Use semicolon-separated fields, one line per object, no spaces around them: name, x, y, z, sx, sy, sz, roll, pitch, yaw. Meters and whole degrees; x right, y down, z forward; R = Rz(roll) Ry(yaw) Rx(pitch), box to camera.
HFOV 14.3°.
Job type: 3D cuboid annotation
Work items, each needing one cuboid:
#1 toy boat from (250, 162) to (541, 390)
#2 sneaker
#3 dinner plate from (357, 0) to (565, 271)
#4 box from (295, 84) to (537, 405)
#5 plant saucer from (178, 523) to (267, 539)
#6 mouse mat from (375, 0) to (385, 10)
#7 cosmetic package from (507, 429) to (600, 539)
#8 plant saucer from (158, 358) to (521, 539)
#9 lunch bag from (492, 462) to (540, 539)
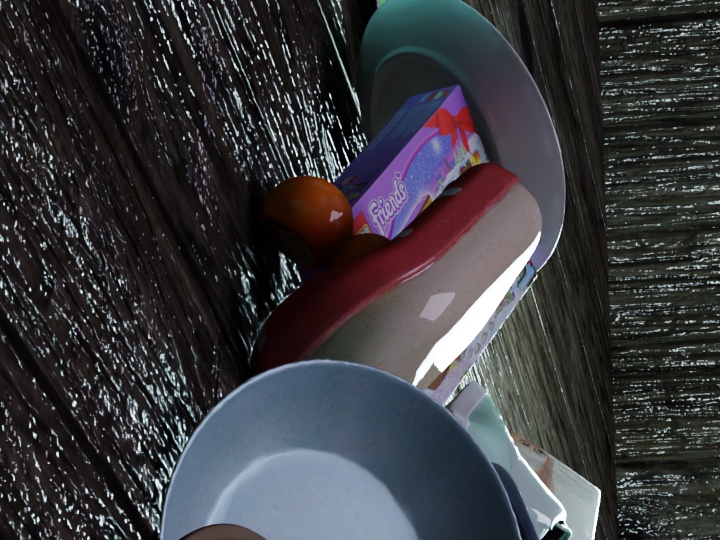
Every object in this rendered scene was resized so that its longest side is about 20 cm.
toy boat;0.000;0.000;1.547;0.200;0.131;0.131;-43;168;-51
sneaker;0.085;0.143;1.904;0.118;0.074;0.200;46;9;-1
dinner plate;0.056;-0.082;1.835;0.024;0.200;0.201;-26;121;-31
box;0.034;-0.008;1.714;0.200;0.039;0.137;-50;122;-54
plant saucer;-0.061;0.206;1.198;0.200;0.029;0.201;-7;90;-65
mouse mat;0.023;-0.146;2.009;0.200;0.008;0.161;-13;97;-86
cosmetic package;0.102;0.204;2.002;0.103;0.087;0.200;-54;-176;18
plant saucer;-0.014;0.143;1.339;0.039;0.201;0.201;-26;-119;54
lunch bag;0.050;0.196;1.597;0.200;0.127;0.170;40;27;-77
